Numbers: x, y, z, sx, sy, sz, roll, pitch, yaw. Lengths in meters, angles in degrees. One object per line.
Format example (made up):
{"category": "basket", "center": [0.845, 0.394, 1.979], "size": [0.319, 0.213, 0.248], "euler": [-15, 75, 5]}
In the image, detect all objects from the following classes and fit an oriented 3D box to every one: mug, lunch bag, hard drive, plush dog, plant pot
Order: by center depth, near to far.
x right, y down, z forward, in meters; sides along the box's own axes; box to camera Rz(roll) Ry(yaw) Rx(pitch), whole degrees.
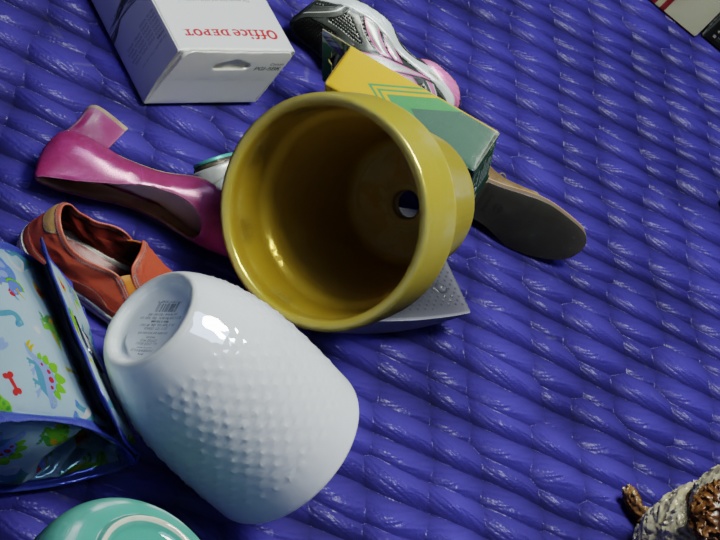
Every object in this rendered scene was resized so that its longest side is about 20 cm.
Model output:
{"category": "mug", "center": [-0.165, 0.229, 1.260], "size": [0.152, 0.114, 0.185], "euler": [41, 39, -4]}
{"category": "lunch bag", "center": [-0.260, 0.070, 1.325], "size": [0.200, 0.127, 0.170], "euler": [15, 44, -56]}
{"category": "mug", "center": [-0.125, 0.083, 1.389], "size": [0.148, 0.200, 0.175], "euler": [-54, 127, -15]}
{"category": "plant pot", "center": [0.008, -0.056, 1.559], "size": [0.201, 0.201, 0.189], "euler": [54, 25, 12]}
{"category": "plush dog", "center": [0.335, 0.233, 1.654], "size": [0.200, 0.172, 0.161], "euler": [-5, 59, -43]}
{"category": "hard drive", "center": [0.000, 0.000, 1.674], "size": [0.200, 0.042, 0.135], "euler": [0, 55, -41]}

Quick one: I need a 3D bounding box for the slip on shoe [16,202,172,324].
{"category": "slip on shoe", "center": [-0.188, 0.009, 1.485], "size": [0.200, 0.061, 0.074], "euler": [32, 38, -18]}

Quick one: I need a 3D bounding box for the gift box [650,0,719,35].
{"category": "gift box", "center": [0.460, -0.467, 2.394], "size": [0.184, 0.187, 0.200], "euler": [35, 40, -12]}

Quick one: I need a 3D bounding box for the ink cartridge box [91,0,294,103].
{"category": "ink cartridge box", "center": [-0.176, -0.261, 1.724], "size": [0.147, 0.083, 0.200], "euler": [-5, 59, -43]}

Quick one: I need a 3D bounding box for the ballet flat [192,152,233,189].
{"category": "ballet flat", "center": [-0.077, -0.091, 1.682], "size": [0.200, 0.069, 0.069], "euler": [-22, 71, -46]}

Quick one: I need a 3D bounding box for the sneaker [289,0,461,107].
{"category": "sneaker", "center": [0.012, -0.206, 1.850], "size": [0.200, 0.080, 0.086], "euler": [32, 50, -7]}

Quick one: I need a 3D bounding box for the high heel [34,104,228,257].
{"category": "high heel", "center": [-0.186, -0.055, 1.547], "size": [0.200, 0.067, 0.096], "euler": [42, 50, -11]}

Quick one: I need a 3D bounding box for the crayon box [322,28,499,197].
{"category": "crayon box", "center": [0.034, -0.143, 1.744], "size": [0.200, 0.126, 0.052], "euler": [32, 75, 9]}

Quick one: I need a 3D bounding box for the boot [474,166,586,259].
{"category": "boot", "center": [0.151, -0.078, 1.862], "size": [0.200, 0.074, 0.076], "euler": [26, 35, -17]}

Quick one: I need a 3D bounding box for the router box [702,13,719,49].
{"category": "router box", "center": [0.575, -0.315, 2.457], "size": [0.200, 0.062, 0.150], "euler": [39, 37, -7]}
